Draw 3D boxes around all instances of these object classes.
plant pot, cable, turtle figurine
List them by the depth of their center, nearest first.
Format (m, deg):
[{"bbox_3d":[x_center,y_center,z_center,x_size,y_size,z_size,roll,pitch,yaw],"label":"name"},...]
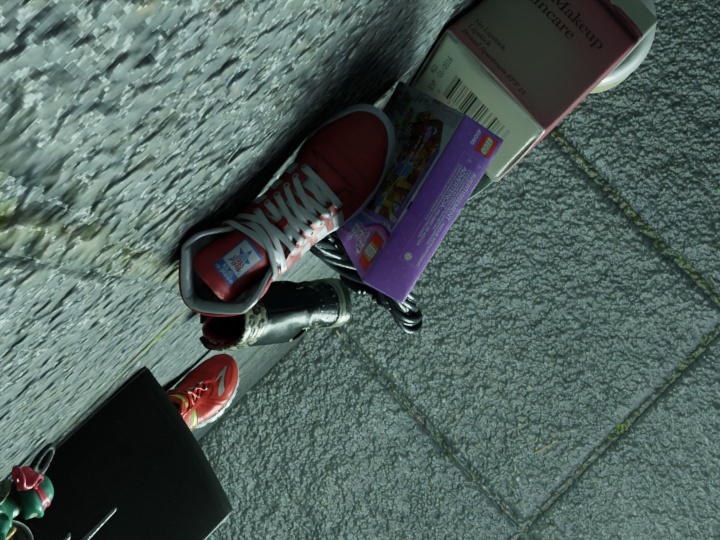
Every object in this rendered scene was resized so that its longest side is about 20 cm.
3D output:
[{"bbox_3d":[-0.287,0.212,0.607,0.199,0.101,0.150,-31,179,-30],"label":"turtle figurine"},{"bbox_3d":[0.000,0.000,0.895,0.051,0.163,0.200,-43,159,-7],"label":"cable"},{"bbox_3d":[-0.251,0.254,0.932,0.199,0.178,0.200,-43,177,-17],"label":"plant pot"}]

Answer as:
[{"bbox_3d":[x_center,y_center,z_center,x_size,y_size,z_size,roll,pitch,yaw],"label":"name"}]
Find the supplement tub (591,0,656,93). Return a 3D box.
[{"bbox_3d":[0.302,-0.308,1.079,0.144,0.144,0.200,-45,177,16],"label":"supplement tub"}]

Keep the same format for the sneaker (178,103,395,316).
[{"bbox_3d":[-0.058,-0.038,0.614,0.200,0.071,0.112,-44,-179,25],"label":"sneaker"}]

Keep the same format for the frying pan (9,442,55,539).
[{"bbox_3d":[-0.355,0.247,0.769,0.114,0.031,0.192,-9,122,-51],"label":"frying pan"}]

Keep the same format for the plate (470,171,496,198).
[{"bbox_3d":[0.067,-0.116,0.876,0.198,0.026,0.201,-21,-149,13],"label":"plate"}]

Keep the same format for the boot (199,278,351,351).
[{"bbox_3d":[-0.127,0.052,0.933,0.202,0.074,0.153,-13,176,44],"label":"boot"}]

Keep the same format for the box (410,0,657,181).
[{"bbox_3d":[0.166,-0.206,0.798,0.200,0.128,0.109,-43,177,-25],"label":"box"}]

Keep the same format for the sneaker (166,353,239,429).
[{"bbox_3d":[-0.240,0.186,1.139,0.200,0.077,0.085,-43,172,-27],"label":"sneaker"}]

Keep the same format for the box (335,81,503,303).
[{"bbox_3d":[0.033,-0.073,0.670,0.138,0.039,0.200,-58,-161,11],"label":"box"}]
